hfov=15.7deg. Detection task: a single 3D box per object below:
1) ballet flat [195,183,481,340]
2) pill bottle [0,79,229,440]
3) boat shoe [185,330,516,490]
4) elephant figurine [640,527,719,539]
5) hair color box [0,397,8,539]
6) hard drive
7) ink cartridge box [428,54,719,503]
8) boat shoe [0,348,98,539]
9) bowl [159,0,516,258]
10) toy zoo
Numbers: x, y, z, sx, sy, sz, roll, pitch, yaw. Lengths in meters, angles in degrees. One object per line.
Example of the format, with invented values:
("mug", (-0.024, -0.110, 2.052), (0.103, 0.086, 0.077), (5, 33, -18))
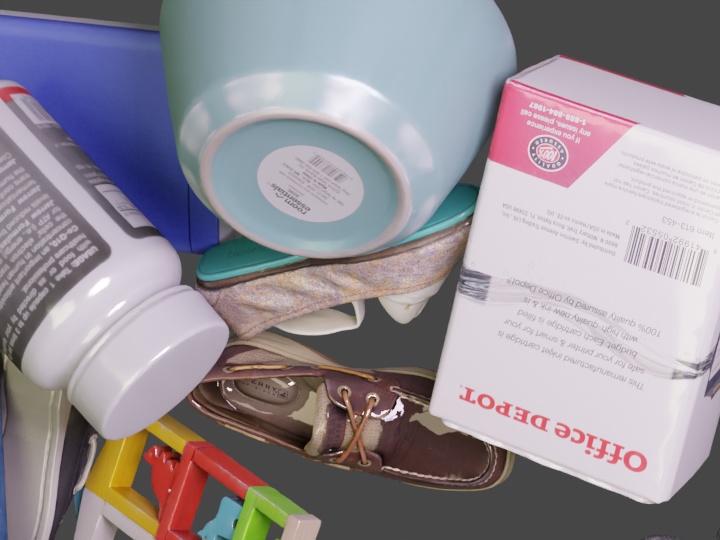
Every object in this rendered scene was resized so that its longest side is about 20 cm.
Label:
("ballet flat", (0.000, 0.000, 1.496), (0.199, 0.068, 0.067), (-11, 120, 31))
("pill bottle", (-0.177, -0.004, 1.505), (0.200, 0.114, 0.114), (46, 120, 15))
("boat shoe", (-0.009, 0.089, 1.515), (0.199, 0.072, 0.072), (19, 113, 21))
("elephant figurine", (0.246, 0.162, 1.387), (0.155, 0.142, 0.200), (-44, 66, 1))
("hair color box", (-0.264, 0.110, 1.593), (0.100, 0.060, 0.201), (-25, 64, 54))
("hard drive", (-0.169, -0.086, 1.569), (0.199, 0.025, 0.133), (8, 109, 24))
("ink cartridge box", (0.135, 0.004, 1.410), (0.144, 0.084, 0.201), (20, 112, 20))
("boat shoe", (-0.197, 0.114, 1.613), (0.074, 0.060, 0.201), (20, 106, 34))
("bowl", (-0.021, -0.082, 1.397), (0.200, 0.105, 0.201), (7, 139, 6))
("toy zoo", (-0.114, 0.166, 1.578), (0.200, 0.020, 0.132), (31, 107, 40))
